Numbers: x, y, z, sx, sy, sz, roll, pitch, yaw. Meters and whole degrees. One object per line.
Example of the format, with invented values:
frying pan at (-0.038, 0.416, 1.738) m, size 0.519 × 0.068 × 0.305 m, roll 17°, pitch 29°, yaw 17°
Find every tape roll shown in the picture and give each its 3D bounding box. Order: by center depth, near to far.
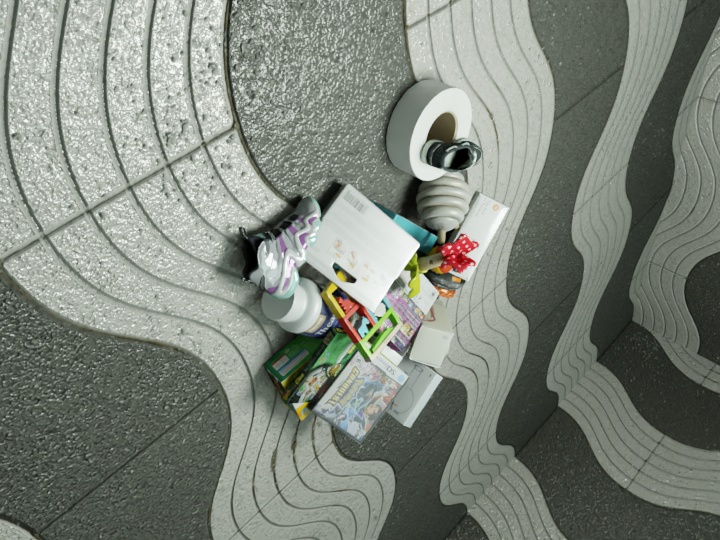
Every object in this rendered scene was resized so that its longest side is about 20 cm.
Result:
tape roll at (0.147, -0.296, 1.272) m, size 0.202 × 0.071 × 0.203 m, roll -31°, pitch 137°, yaw -34°

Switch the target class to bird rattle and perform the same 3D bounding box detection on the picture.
bird rattle at (0.176, -0.030, 1.340) m, size 0.200 × 0.113 × 0.163 m, roll -27°, pitch 176°, yaw 27°

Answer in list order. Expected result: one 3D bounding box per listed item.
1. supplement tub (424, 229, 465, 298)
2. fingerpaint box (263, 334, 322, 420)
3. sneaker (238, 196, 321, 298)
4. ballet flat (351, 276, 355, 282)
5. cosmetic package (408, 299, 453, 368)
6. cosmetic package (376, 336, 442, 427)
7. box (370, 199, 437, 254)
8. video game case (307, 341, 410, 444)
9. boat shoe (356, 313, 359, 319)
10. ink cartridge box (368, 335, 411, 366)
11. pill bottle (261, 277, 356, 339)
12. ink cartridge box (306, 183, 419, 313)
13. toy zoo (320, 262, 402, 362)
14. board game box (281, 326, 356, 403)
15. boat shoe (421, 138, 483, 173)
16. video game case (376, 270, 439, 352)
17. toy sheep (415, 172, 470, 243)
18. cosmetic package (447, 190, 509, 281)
supplement tub at (0.233, -0.040, 1.531) m, size 0.122 × 0.122 × 0.201 m, roll 2°, pitch 115°, yaw -52°
fingerpaint box at (-0.102, 0.212, 1.356) m, size 0.200 × 0.073 × 0.167 m, roll -41°, pitch 141°, yaw -21°
sneaker at (-0.156, -0.061, 1.079) m, size 0.140 × 0.078 × 0.201 m, roll 26°, pitch 74°, yaw -37°
ballet flat at (0.000, 0.000, 1.298) m, size 0.067 × 0.062 × 0.201 m, roll 1°, pitch 81°, yaw -12°
cosmetic package at (0.171, 0.149, 1.536) m, size 0.200 × 0.087 × 0.104 m, roll -93°, pitch -160°, yaw -70°
cosmetic package at (0.086, 0.277, 1.528) m, size 0.151 × 0.200 × 0.052 m, roll -55°, pitch 146°, yaw -4°
box at (0.090, -0.094, 1.348) m, size 0.200 × 0.082 × 0.049 m, roll 20°, pitch 101°, yaw -55°
video game case at (0.001, 0.282, 1.392) m, size 0.181 × 0.025 × 0.200 m, roll 43°, pitch 81°, yaw -33°
boat shoe at (0.033, 0.065, 1.431) m, size 0.200 × 0.057 × 0.067 m, roll -22°, pitch 114°, yaw -35°
ink cartridge box at (0.024, 0.228, 1.477) m, size 0.068 × 0.116 × 0.200 m, roll 40°, pitch 83°, yaw -28°
pill bottle at (-0.104, 0.077, 1.214) m, size 0.200 × 0.111 × 0.111 m, roll 23°, pitch 97°, yaw -55°
ink cartridge box at (-0.005, -0.044, 1.199) m, size 0.200 × 0.045 × 0.176 m, roll 39°, pitch 79°, yaw -17°
toy zoo at (-0.002, 0.067, 1.212) m, size 0.200 × 0.020 × 0.131 m, roll 56°, pitch 46°, yaw -12°
board game box at (-0.076, 0.201, 1.262) m, size 0.105 × 0.023 × 0.200 m, roll 15°, pitch 117°, yaw -51°
boat shoe at (0.210, -0.239, 1.278) m, size 0.200 × 0.060 × 0.076 m, roll -16°, pitch 128°, yaw -44°
video game case at (0.078, 0.060, 1.400) m, size 0.200 × 0.036 × 0.182 m, roll 46°, pitch 67°, yaw -28°
toy sheep at (0.190, -0.157, 1.375) m, size 0.138 × 0.137 × 0.201 m, roll 23°, pitch 61°, yaw -55°
cosmetic package at (0.267, -0.082, 1.430) m, size 0.051 × 0.082 × 0.201 m, roll -101°, pitch -144°, yaw -74°
